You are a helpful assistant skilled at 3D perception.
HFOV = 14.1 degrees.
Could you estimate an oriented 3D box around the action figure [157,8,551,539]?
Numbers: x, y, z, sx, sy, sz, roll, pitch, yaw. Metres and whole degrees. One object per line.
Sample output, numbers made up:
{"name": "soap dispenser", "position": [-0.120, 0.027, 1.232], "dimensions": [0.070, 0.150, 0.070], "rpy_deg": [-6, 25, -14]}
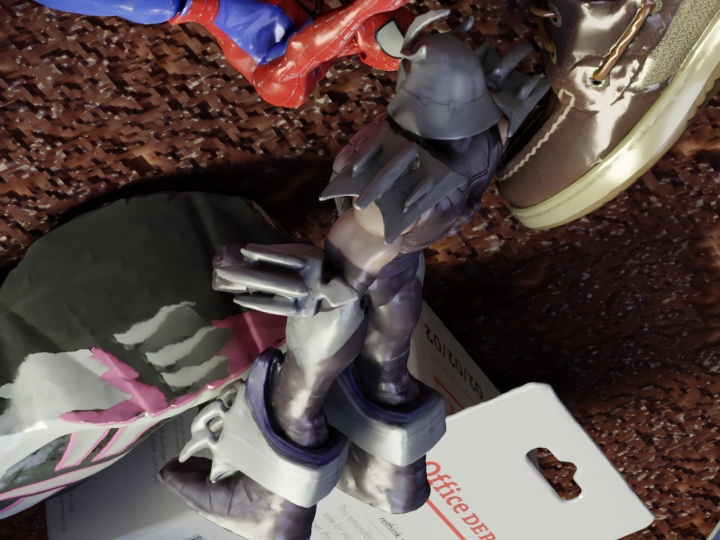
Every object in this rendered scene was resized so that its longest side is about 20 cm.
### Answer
{"name": "action figure", "position": [0.000, 0.000, 0.909], "dimensions": [0.130, 0.069, 0.200], "rpy_deg": [-30, 148, -44]}

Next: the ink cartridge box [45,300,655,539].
{"name": "ink cartridge box", "position": [-0.005, 0.078, 1.089], "dimensions": [0.200, 0.068, 0.115], "rpy_deg": [-22, 140, 16]}

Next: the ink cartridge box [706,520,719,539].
{"name": "ink cartridge box", "position": [0.264, 0.081, 1.169], "dimensions": [0.200, 0.043, 0.196], "rpy_deg": [7, 138, -17]}

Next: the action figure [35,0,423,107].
{"name": "action figure", "position": [-0.057, -0.103, 0.856], "dimensions": [0.200, 0.065, 0.099], "rpy_deg": [15, 144, -27]}

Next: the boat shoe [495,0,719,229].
{"name": "boat shoe", "position": [0.090, -0.088, 0.918], "dimensions": [0.072, 0.072, 0.200], "rpy_deg": [37, 140, -6]}

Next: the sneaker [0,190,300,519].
{"name": "sneaker", "position": [-0.100, 0.036, 1.031], "dimensions": [0.200, 0.080, 0.086], "rpy_deg": [-21, 162, 13]}
